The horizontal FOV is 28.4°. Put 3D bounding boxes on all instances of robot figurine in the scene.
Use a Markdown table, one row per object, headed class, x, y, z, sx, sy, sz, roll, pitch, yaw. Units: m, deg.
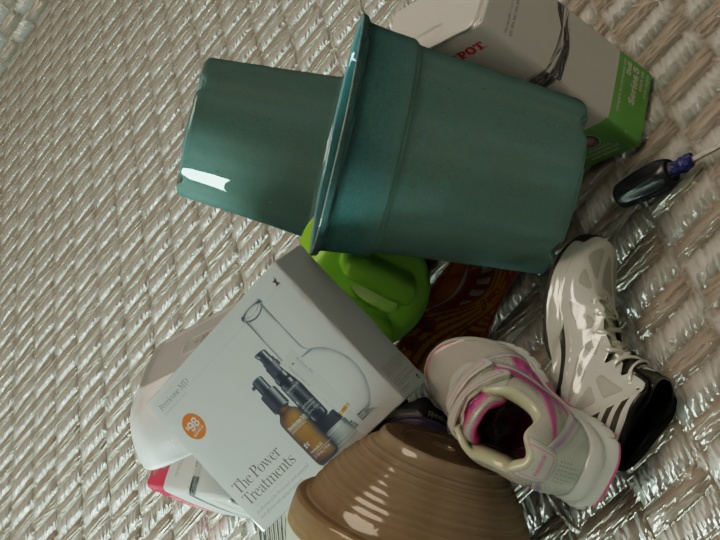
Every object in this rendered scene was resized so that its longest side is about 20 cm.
| class | x | y | z | sx | sy | sz | roll | pitch | yaw |
| --- | --- | --- | --- | --- | --- | --- | --- | --- | --- |
| robot figurine | 0.000 | 0.000 | 1.303 | 0.176 | 0.115 | 0.200 | -63 | 12 | 12 |

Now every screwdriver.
| class | x | y | z | sx | sy | sz | roll | pitch | yaw |
| --- | --- | --- | --- | --- | --- | --- | --- | --- | --- |
| screwdriver | 0.279 | -0.098 | 1.146 | 0.200 | 0.029 | 0.028 | -35 | 39 | 48 |

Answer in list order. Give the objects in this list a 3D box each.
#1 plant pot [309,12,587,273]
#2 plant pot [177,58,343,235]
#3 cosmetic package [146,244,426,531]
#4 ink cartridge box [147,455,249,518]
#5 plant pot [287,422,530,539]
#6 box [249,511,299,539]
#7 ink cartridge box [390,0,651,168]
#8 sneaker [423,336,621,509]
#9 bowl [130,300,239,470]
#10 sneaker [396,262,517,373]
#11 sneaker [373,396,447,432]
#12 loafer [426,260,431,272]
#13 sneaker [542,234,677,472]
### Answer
| class | x | y | z | sx | sy | sz | roll | pitch | yaw |
| --- | --- | --- | --- | --- | --- | --- | --- | --- | --- |
| plant pot | 0.073 | -0.089 | 1.168 | 0.200 | 0.195 | 0.201 | -167 | 90 | -85 |
| plant pot | -0.084 | -0.129 | 1.506 | 0.200 | 0.195 | 0.201 | -168 | 90 | -86 |
| cosmetic package | -0.065 | 0.100 | 1.172 | 0.200 | 0.151 | 0.052 | -47 | -7 | 31 |
| ink cartridge box | -0.128 | 0.182 | 1.507 | 0.200 | 0.084 | 0.145 | -6 | 60 | 57 |
| plant pot | 0.051 | 0.178 | 1.091 | 0.201 | 0.200 | 0.093 | 32 | 105 | 61 |
| box | -0.046 | 0.222 | 1.272 | 0.082 | 0.068 | 0.201 | -48 | 57 | 37 |
| ink cartridge box | 0.136 | -0.171 | 1.263 | 0.145 | 0.200 | 0.084 | -21 | 45 | 49 |
| sneaker | 0.105 | 0.103 | 1.077 | 0.200 | 0.088 | 0.082 | 34 | 101 | 51 |
| bowl | -0.137 | 0.096 | 1.395 | 0.199 | 0.075 | 0.200 | -27 | 16 | 11 |
| sneaker | 0.102 | 0.020 | 1.316 | 0.200 | 0.073 | 0.077 | -54 | 4 | 14 |
| sneaker | 0.009 | 0.152 | 1.340 | 0.199 | 0.076 | 0.088 | 4 | 64 | 49 |
| loafer | 0.041 | -0.036 | 1.438 | 0.068 | 0.070 | 0.201 | -19 | 50 | 51 |
| sneaker | 0.203 | 0.065 | 1.109 | 0.115 | 0.075 | 0.202 | -7 | 67 | 46 |
